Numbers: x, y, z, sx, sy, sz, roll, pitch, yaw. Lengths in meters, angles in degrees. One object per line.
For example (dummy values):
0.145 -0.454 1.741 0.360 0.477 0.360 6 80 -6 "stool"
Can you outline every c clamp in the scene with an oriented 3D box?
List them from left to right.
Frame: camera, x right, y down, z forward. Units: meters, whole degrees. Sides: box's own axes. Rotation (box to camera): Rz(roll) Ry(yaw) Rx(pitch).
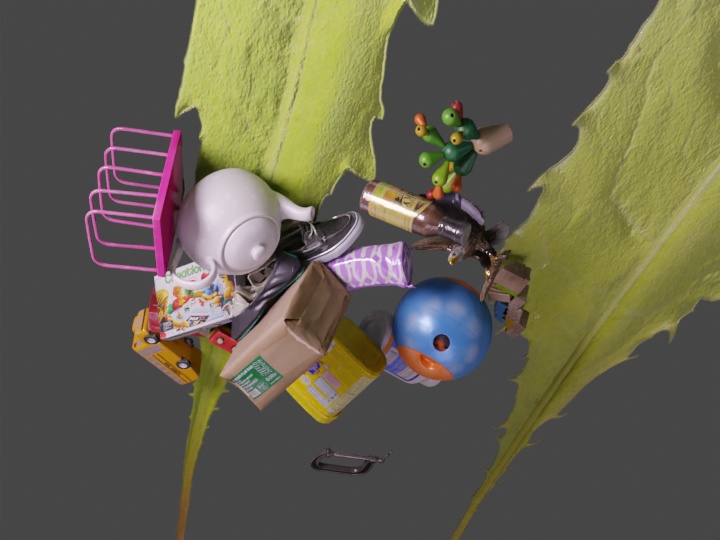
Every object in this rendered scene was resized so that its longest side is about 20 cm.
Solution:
-0.031 0.498 2.283 0.196 0.027 0.172 7 144 -12 "c clamp"

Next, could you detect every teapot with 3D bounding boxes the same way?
-0.211 -0.063 1.470 0.196 0.146 0.202 9 118 -49 "teapot"

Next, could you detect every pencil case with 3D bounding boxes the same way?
0.000 0.000 1.573 0.197 0.087 0.084 -8 165 21 "pencil case"

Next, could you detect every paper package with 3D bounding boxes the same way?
-0.129 0.113 1.521 0.103 0.191 0.200 42 124 -11 "paper package"

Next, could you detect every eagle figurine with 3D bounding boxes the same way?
0.173 -0.055 1.584 0.198 0.151 0.153 31 95 11 "eagle figurine"

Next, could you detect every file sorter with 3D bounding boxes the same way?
-0.367 -0.117 1.417 0.123 0.202 0.140 6 140 -5 "file sorter"

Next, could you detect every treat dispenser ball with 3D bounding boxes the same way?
0.161 0.114 1.700 0.197 0.203 0.203 -1 140 -1 "treat dispenser ball"

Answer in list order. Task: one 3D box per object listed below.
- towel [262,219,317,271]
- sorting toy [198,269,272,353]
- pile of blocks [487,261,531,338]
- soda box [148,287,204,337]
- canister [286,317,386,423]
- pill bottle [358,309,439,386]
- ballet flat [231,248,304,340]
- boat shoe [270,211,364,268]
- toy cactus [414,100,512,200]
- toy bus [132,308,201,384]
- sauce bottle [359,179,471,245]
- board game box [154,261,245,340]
-0.134 -0.031 1.649 0.147 0.037 0.199 31 130 -31 "towel"
-0.190 0.120 1.706 0.197 0.070 0.200 33 119 -26 "sorting toy"
0.302 0.047 1.742 0.081 0.063 0.202 10 138 16 "pile of blocks"
-0.331 0.091 1.764 0.196 0.064 0.071 6 140 -10 "soda box"
-0.053 0.203 1.760 0.148 0.087 0.200 44 129 0 "canister"
0.091 0.172 1.834 0.199 0.113 0.112 30 131 -33 "pill bottle"
-0.183 0.037 1.534 0.073 0.074 0.200 32 112 -33 "ballet flat"
-0.088 -0.052 1.545 0.198 0.073 0.071 -31 131 8 "boat shoe"
0.168 -0.206 1.430 0.162 0.103 0.202 -19 138 -9 "toy cactus"
-0.417 0.164 1.846 0.077 0.066 0.200 -19 137 22 "toy bus"
0.096 -0.097 1.489 0.197 0.065 0.065 23 145 20 "sauce bottle"
-0.306 0.048 1.652 0.197 0.129 0.034 -18 164 27 "board game box"
